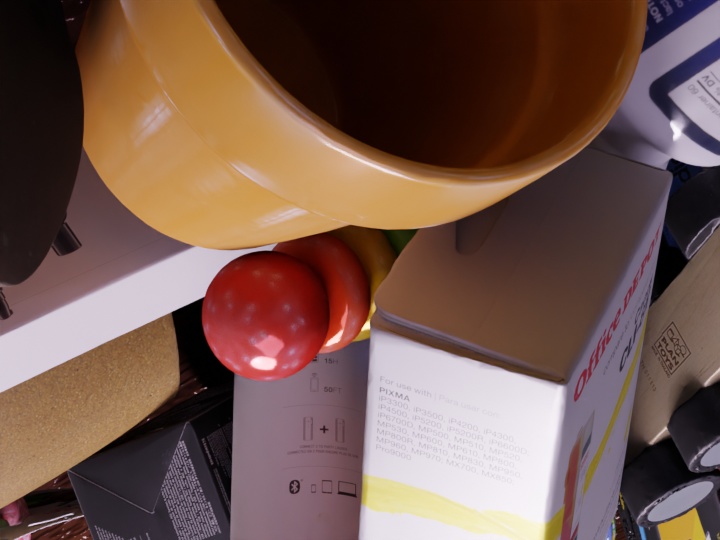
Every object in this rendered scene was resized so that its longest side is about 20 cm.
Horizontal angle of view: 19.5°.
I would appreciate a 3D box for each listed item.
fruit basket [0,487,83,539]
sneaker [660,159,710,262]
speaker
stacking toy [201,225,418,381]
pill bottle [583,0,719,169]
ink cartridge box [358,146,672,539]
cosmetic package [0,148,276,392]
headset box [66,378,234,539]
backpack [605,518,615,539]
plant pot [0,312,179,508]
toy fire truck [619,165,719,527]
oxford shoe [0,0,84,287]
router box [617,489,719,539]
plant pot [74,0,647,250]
[{"bbox_3d":[-0.228,0.129,1.104,0.199,0.095,0.185,-14,-179,30],"label":"fruit basket"},{"bbox_3d":[0.196,-0.005,1.055,0.111,0.077,0.199,-35,136,29],"label":"sneaker"},{"bbox_3d":[-0.021,0.060,0.998,0.080,0.201,0.081,-1,148,-1],"label":"speaker"},{"bbox_3d":[0.000,0.000,0.936,0.199,0.086,0.085,-26,167,-50],"label":"stacking toy"},{"bbox_3d":[0.156,-0.114,0.863,0.199,0.117,0.115,-33,138,32],"label":"pill bottle"},{"bbox_3d":[0.061,0.064,0.869,0.083,0.145,0.201,16,132,16],"label":"ink cartridge box"},{"bbox_3d":[-0.127,-0.011,0.904,0.199,0.083,0.051,-26,157,-32],"label":"cosmetic package"},{"bbox_3d":[-0.055,0.135,1.087,0.075,0.150,0.200,-20,-177,20],"label":"headset box"},{"bbox_3d":[0.063,0.092,1.115,0.153,0.164,0.200,-34,131,19],"label":"backpack"},{"bbox_3d":[-0.192,0.037,0.981,0.198,0.187,0.187,-15,147,-16],"label":"plant pot"},{"bbox_3d":[0.219,0.038,0.978,0.199,0.129,0.176,-10,150,-33],"label":"toy fire truck"},{"bbox_3d":[-0.148,-0.077,0.787,0.071,0.201,0.071,-16,147,17],"label":"oxford shoe"},{"bbox_3d":[0.179,0.111,1.108,0.051,0.201,0.150,-4,144,-10],"label":"router box"},{"bbox_3d":[-0.021,-0.096,0.810,0.199,0.202,0.183,12,156,-26],"label":"plant pot"}]
